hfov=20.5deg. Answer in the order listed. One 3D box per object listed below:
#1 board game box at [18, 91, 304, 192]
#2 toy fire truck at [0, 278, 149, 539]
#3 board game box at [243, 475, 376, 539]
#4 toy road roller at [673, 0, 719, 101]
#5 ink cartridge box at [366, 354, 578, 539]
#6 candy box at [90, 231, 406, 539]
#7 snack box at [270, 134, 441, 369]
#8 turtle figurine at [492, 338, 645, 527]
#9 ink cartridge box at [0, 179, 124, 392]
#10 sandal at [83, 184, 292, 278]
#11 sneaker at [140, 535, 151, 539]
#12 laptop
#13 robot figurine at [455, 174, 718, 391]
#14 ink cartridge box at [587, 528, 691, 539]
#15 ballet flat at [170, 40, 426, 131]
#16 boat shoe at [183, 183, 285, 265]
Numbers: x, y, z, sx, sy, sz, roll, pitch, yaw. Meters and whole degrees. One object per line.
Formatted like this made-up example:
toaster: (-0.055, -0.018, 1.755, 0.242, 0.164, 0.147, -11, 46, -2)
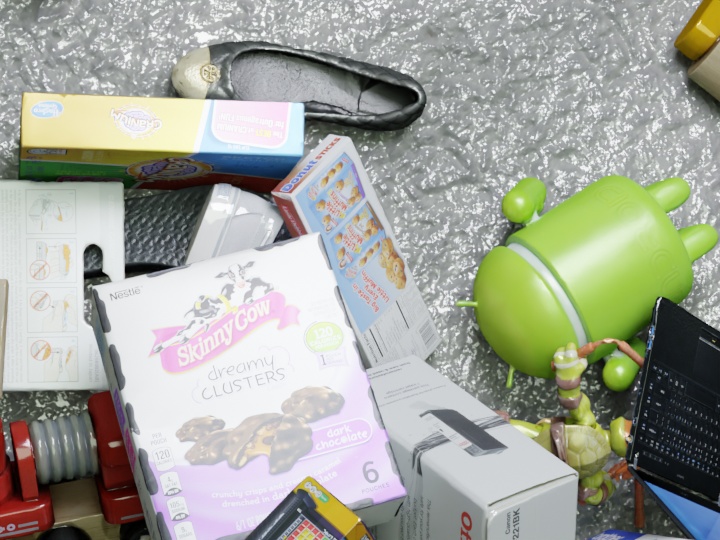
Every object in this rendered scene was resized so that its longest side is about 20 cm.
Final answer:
board game box: (-0.150, -0.092, 1.467, 0.200, 0.153, 0.040, 1, 82, -10)
toy fire truck: (-0.220, 0.114, 1.418, 0.176, 0.129, 0.200, -10, 123, -11)
board game box: (-0.043, 0.249, 1.308, 0.165, 0.200, 0.057, -46, 54, -12)
toy road roller: (0.358, -0.218, 1.579, 0.123, 0.146, 0.200, 37, 78, -3)
ink cartridge box: (0.062, 0.171, 1.419, 0.084, 0.200, 0.145, -16, 121, -29)
candy box: (-0.080, 0.092, 1.365, 0.167, 0.072, 0.200, -14, 72, -13)
snack box: (0.000, 0.000, 1.484, 0.072, 0.024, 0.200, -46, 128, -29)
turtle figurine: (0.146, 0.140, 1.510, 0.161, 0.200, 0.064, -7, 41, 10)
ink cartridge box: (-0.277, 0.013, 1.485, 0.200, 0.050, 0.163, 0, 83, -12)
sandal: (-0.145, -0.026, 1.521, 0.200, 0.043, 0.076, 2, 77, 0)
sneaker: (-0.095, 0.202, 1.391, 0.115, 0.074, 0.200, 34, 67, 1)
laptop: (0.282, 0.140, 1.494, 0.103, 0.177, 0.200, 6, 77, 34)
robot figurine: (0.173, 0.005, 1.531, 0.200, 0.116, 0.176, -33, 95, -12)
ink cartridge box: (0.183, 0.231, 1.460, 0.094, 0.200, 0.044, -24, 90, -13)
ballet flat: (-0.046, -0.147, 1.541, 0.200, 0.057, 0.067, 4, 81, -10)
boat shoe: (-0.107, 0.034, 1.472, 0.068, 0.072, 0.200, 18, 103, -6)
